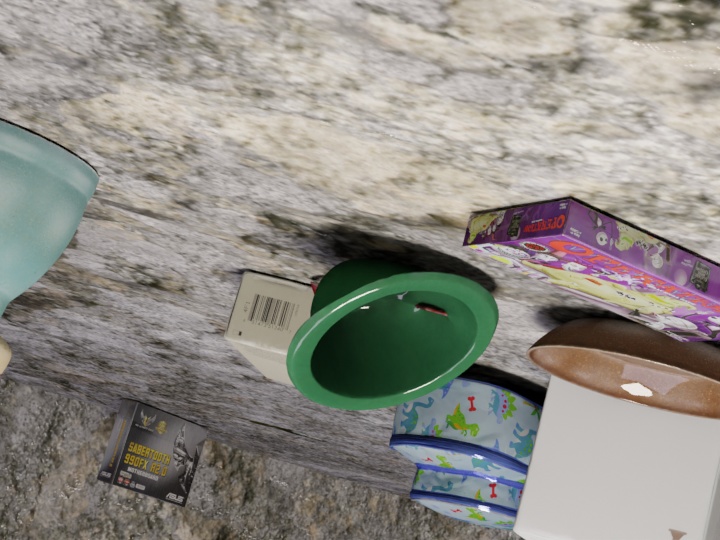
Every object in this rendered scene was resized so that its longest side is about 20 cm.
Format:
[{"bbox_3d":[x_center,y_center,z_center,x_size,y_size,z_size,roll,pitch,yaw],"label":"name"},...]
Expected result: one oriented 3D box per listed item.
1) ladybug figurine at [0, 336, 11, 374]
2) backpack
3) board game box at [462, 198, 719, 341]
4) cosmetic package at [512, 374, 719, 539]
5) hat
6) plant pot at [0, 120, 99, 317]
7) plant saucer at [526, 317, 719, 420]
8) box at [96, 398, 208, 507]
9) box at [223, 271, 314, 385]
[{"bbox_3d":[-0.355,0.060,1.299,0.135,0.073,0.200,9,167,29],"label":"ladybug figurine"},{"bbox_3d":[0.130,0.189,1.727,0.182,0.148,0.199,1,159,44],"label":"backpack"},{"bbox_3d":[0.180,0.004,1.098,0.199,0.033,0.120,22,163,-25],"label":"board game box"},{"bbox_3d":[0.251,0.191,1.522,0.166,0.168,0.200,12,168,17],"label":"cosmetic package"},{"bbox_3d":[0.000,0.000,1.345,0.199,0.177,0.165,-35,138,25],"label":"hat"},{"bbox_3d":[-0.321,-0.040,1.301,0.199,0.135,0.200,16,168,3],"label":"plant pot"},{"bbox_3d":[0.234,0.077,1.336,0.199,0.037,0.200,15,168,3],"label":"plant saucer"},{"bbox_3d":[-0.389,0.346,3.124,0.048,0.160,0.200,8,166,42],"label":"box"},{"bbox_3d":[-0.066,0.064,1.600,0.081,0.069,0.200,14,169,10],"label":"box"}]
